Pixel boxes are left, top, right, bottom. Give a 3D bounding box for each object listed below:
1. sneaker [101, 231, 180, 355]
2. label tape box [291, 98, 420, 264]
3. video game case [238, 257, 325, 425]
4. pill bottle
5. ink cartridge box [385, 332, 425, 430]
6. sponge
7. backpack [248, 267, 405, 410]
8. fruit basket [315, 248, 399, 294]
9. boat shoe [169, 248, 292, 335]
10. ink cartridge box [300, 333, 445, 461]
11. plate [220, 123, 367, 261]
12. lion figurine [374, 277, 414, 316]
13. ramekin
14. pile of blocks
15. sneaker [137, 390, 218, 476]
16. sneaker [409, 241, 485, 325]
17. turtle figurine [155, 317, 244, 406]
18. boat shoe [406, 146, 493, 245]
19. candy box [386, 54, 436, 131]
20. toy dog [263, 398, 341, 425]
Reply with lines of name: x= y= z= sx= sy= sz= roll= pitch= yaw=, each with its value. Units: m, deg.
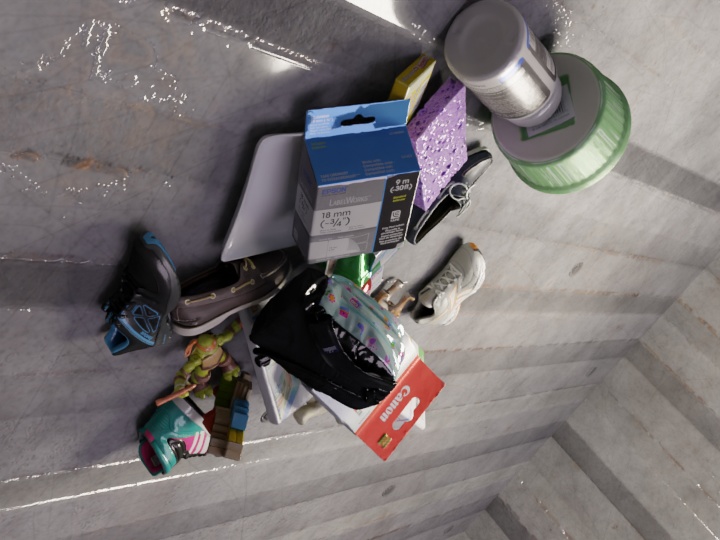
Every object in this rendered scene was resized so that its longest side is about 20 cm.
sneaker: x=-0.273 y=0.037 z=1.098 sx=0.081 sy=0.073 sz=0.201 roll=-21 pitch=145 yaw=-31
label tape box: x=-0.004 y=-0.110 z=1.132 sx=0.143 sy=0.064 sz=0.201 roll=-11 pitch=138 yaw=-21
video game case: x=-0.091 y=0.095 z=1.314 sx=0.182 sy=0.022 sz=0.202 roll=-35 pitch=121 yaw=-43
pill bottle: x=0.202 y=-0.274 z=1.218 sx=0.114 sy=0.114 sz=0.200 roll=-47 pitch=150 yaw=11
ink cartridge box: x=0.046 y=0.182 z=1.508 sx=0.083 sy=0.146 sz=0.200 roll=-6 pitch=158 yaw=17
sponge: x=0.111 y=-0.179 z=1.291 sx=0.112 sy=0.030 sz=0.200 roll=-50 pitch=159 yaw=-14
backpack: x=-0.030 y=0.093 z=1.206 sx=0.167 sy=0.199 sz=0.127 roll=-36 pitch=-155 yaw=46
fruit basket: x=0.000 y=0.000 z=1.310 sx=0.185 sy=0.093 sz=0.201 roll=-43 pitch=149 yaw=-40
boat shoe: x=-0.172 y=0.014 z=1.200 sx=0.199 sy=0.072 sz=0.060 roll=-31 pitch=136 yaw=-33
ink cartridge box: x=0.030 y=0.175 z=1.345 sx=0.200 sy=0.050 sz=0.162 roll=45 pitch=77 yaw=-20
plate: x=-0.086 y=-0.110 z=1.172 sx=0.198 sy=0.032 sz=0.201 roll=-14 pitch=142 yaw=-41
lion figurine: x=0.022 y=0.072 z=1.530 sx=0.123 sy=0.073 sz=0.199 roll=-48 pitch=150 yaw=13
ramekin: x=0.292 y=-0.224 z=1.330 sx=0.200 sy=0.200 sz=0.097 roll=-48 pitch=145 yaw=12
pile of blocks: x=-0.206 y=0.210 z=1.359 sx=0.062 sy=0.200 sz=0.083 roll=16 pitch=112 yaw=-13
sneaker: x=-0.285 y=0.276 z=1.406 sx=0.121 sy=0.084 sz=0.201 roll=-41 pitch=145 yaw=-11
sneaker: x=0.159 y=0.034 z=1.654 sx=0.091 sy=0.076 sz=0.201 roll=-10 pitch=138 yaw=-39
turtle figurine: x=-0.227 y=0.133 z=1.297 sx=0.200 sy=0.064 sz=0.162 roll=-49 pitch=167 yaw=-24
boat shoe: x=0.141 y=-0.119 z=1.419 sx=0.199 sy=0.062 sz=0.075 roll=-37 pitch=150 yaw=-10
candy box: x=0.041 y=-0.184 z=1.197 sx=0.102 sy=0.026 sz=0.201 roll=-48 pitch=165 yaw=-50
toy dog: x=-0.080 y=0.158 z=1.455 sx=0.195 sy=0.139 sz=0.200 roll=-59 pitch=150 yaw=5
